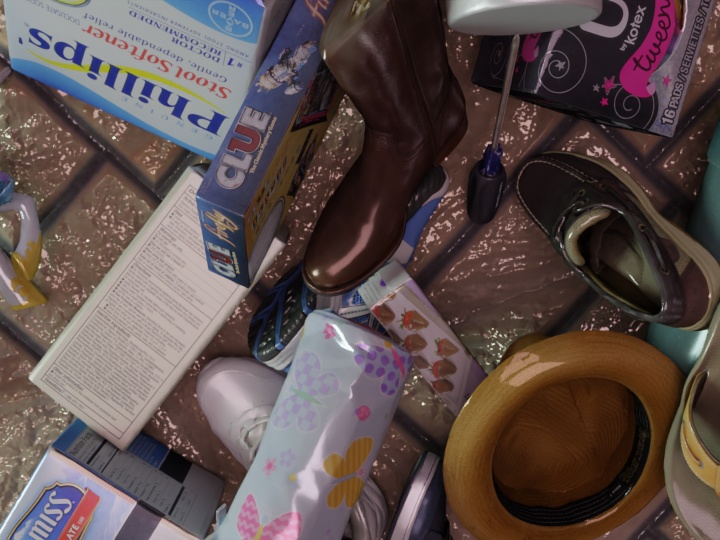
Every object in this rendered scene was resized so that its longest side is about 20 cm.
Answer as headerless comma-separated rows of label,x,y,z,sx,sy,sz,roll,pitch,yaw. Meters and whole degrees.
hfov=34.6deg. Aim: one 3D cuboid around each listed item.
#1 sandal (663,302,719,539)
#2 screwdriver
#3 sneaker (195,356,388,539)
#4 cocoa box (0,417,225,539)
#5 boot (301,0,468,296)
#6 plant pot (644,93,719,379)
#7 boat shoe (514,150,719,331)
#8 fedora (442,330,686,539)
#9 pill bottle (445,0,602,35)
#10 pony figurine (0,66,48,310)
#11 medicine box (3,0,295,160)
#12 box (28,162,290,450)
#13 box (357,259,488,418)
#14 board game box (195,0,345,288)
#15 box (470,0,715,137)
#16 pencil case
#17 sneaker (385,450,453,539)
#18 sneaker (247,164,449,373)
sandal,0.246,0.101,0.758,0.080,0.054,0.202,14,116,18
screwdriver,0.100,-0.098,0.818,0.029,0.201,0.028,-16,60,-17
sneaker,-0.050,0.147,0.881,0.078,0.099,0.200,-43,96,8
cocoa box,-0.213,0.227,0.873,0.131,0.133,0.201,32,96,-4
boot,0.000,-0.094,0.754,0.064,0.200,0.187,28,76,21
plant pot,0.311,-0.002,0.828,0.199,0.200,0.197,20,106,-3
boat shoe,0.171,-0.029,0.819,0.064,0.200,0.074,2,118,-39
fedora,0.140,0.111,0.833,0.199,0.082,0.202,-8,124,-11
pill bottle,0.093,-0.251,0.699,0.112,0.113,0.202,-3,91,0
pony figurine,-0.328,-0.054,0.840,0.192,0.166,0.202,-16,96,-31
medicine box,-0.135,-0.188,0.772,0.181,0.200,0.103,24,62,-1
box,-0.148,0.024,0.873,0.095,0.078,0.200,39,96,-5
box,0.071,0.078,0.871,0.039,0.041,0.200,-37,116,3
board game box,-0.049,-0.102,0.777,0.034,0.136,0.201,23,71,4
box,0.172,-0.209,0.807,0.114,0.132,0.202,13,98,-16
pencil case,-0.035,0.129,0.802,0.083,0.090,0.201,33,78,-42
sneaker,0.083,0.247,0.901,0.145,0.077,0.204,14,108,9
sneaker,0.000,0.000,0.885,0.200,0.076,0.077,-49,124,3
